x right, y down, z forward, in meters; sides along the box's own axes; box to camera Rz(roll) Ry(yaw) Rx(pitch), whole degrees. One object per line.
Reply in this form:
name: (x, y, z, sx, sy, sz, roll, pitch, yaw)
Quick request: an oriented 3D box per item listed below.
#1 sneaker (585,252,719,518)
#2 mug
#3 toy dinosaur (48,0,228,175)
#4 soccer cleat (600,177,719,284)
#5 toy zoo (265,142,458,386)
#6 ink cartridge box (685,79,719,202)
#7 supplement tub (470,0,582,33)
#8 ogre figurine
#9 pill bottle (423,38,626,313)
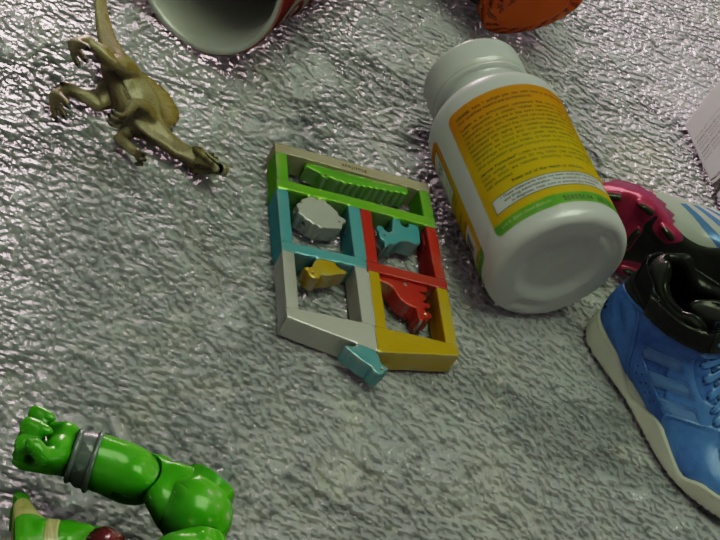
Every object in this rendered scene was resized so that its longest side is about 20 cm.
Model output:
sneaker: (0.250, 0.077, 1.069, 0.076, 0.112, 0.201, -8, 55, -38)
mug: (-0.053, -0.269, 1.187, 0.200, 0.176, 0.135, -40, 108, -53)
toy dinosaur: (-0.172, -0.134, 1.068, 0.101, 0.058, 0.201, -6, 60, -55)
soccer cleat: (0.248, -0.028, 1.218, 0.198, 0.070, 0.087, 23, 25, -15)
toy zoo: (0.000, 0.000, 1.056, 0.130, 0.021, 0.202, 13, 44, -22)
ink cartridge box: (0.395, -0.078, 1.339, 0.143, 0.084, 0.202, 10, 45, -25)
supplement tub: (0.132, -0.326, 1.356, 0.121, 0.122, 0.203, -5, 74, -36)
ogre figurine: (-0.117, 0.167, 0.757, 0.118, 0.099, 0.201, 3, 36, -15)
pill bottle: (0.116, -0.078, 1.137, 0.110, 0.112, 0.202, 4, 48, -29)
